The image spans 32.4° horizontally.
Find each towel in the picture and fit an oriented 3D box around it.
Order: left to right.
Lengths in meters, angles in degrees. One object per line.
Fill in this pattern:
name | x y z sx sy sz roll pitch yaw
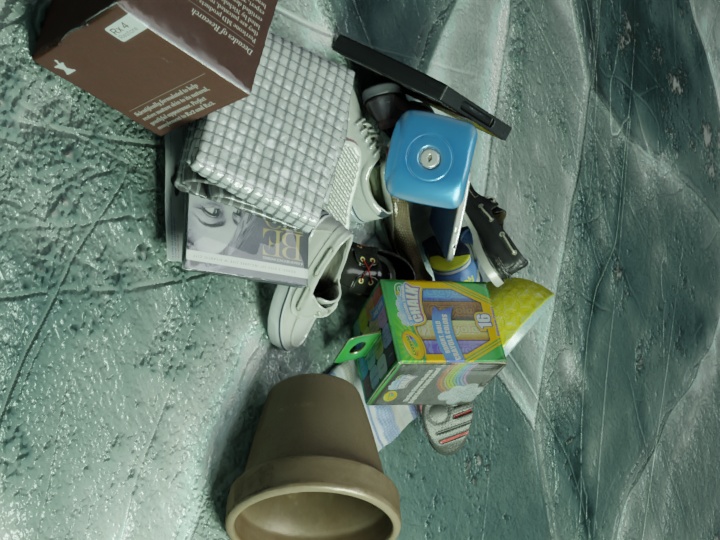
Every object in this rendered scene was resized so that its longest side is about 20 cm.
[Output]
towel | -0.102 -0.149 1.326 0.165 0.085 0.201 23 65 -27
towel | 0.013 0.175 1.657 0.200 0.024 0.148 -35 115 -52

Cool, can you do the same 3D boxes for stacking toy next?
stacking toy | 0.090 -0.145 1.668 0.200 0.109 0.117 -39 142 -87

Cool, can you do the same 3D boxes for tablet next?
tablet | 0.124 -0.100 1.731 0.200 0.014 0.131 -102 -158 -72

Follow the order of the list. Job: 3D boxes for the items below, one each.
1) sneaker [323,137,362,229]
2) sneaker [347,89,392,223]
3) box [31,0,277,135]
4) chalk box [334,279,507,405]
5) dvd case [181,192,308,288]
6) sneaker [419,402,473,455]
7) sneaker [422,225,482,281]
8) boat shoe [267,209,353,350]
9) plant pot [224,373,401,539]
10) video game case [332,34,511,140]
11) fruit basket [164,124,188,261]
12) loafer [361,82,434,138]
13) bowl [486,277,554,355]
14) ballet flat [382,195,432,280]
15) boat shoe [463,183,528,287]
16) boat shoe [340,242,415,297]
sneaker | -0.059 -0.081 1.530 0.075 0.105 0.201 10 108 -27
sneaker | 0.002 -0.162 1.631 0.073 0.070 0.201 -35 116 -52
box | -0.193 -0.275 1.233 0.164 0.165 0.201 30 61 -35
chalk box | 0.065 0.093 1.596 0.199 0.125 0.124 3 57 -22
dvd case | -0.121 -0.089 1.356 0.148 0.016 0.201 10 74 -31
sneaker | 0.109 0.157 1.740 0.087 0.073 0.201 119 -42 -85
sneaker | 0.134 -0.007 1.771 0.200 0.074 0.083 -77 146 -69
boat shoe | -0.054 0.023 1.454 0.072 0.066 0.201 -27 144 -51
plant pot | -0.056 0.220 1.428 0.200 0.199 0.175 45 33 -45
video game case | 0.084 -0.245 1.662 0.180 0.200 0.026 21 99 -54
fruit basket | -0.146 -0.098 1.409 0.199 0.093 0.187 1 86 -41
loafer | 0.056 -0.199 1.696 0.200 0.072 0.063 21 54 -66
bowl | 0.183 0.076 1.828 0.108 0.200 0.200 42 35 11
ballet flat | 0.063 -0.047 1.713 0.067 0.046 0.201 -126 -161 -68
boat shoe | 0.180 -0.068 1.755 0.074 0.060 0.201 46 19 -45
boat shoe | 0.000 -0.003 1.623 0.201 0.063 0.074 15 77 -54
